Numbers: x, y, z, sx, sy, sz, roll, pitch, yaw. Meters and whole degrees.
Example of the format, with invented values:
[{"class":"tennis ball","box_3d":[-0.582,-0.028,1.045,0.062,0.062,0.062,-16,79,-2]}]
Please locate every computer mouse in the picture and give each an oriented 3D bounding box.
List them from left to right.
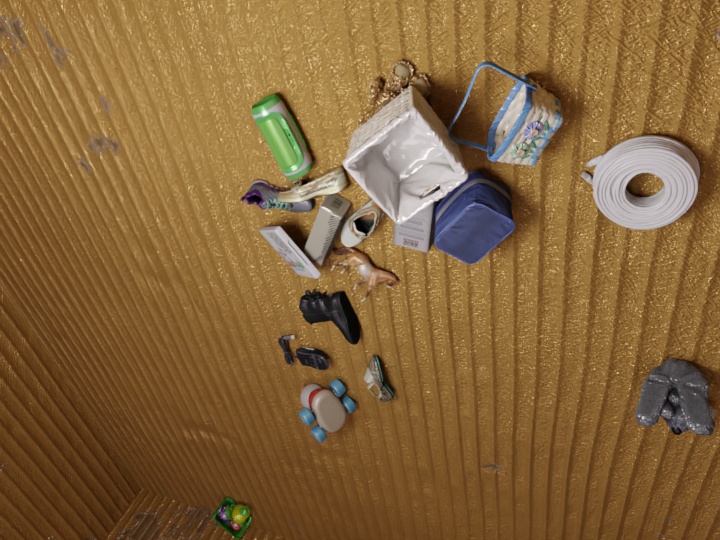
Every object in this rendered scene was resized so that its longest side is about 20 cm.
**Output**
[{"class":"computer mouse","box_3d":[-0.196,0.277,1.994,0.198,0.046,0.142,1,123,34]}]

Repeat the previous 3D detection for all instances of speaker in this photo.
[{"class":"speaker","box_3d":[-0.196,-0.335,1.437,0.087,0.089,0.201,-8,123,32]}]

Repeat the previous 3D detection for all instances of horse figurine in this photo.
[{"class":"horse figurine","box_3d":[0.000,0.000,1.640,0.132,0.050,0.200,-38,98,31]}]

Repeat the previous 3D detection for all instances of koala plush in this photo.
[{"class":"koala plush","box_3d":[0.819,0.345,1.458,0.176,0.186,0.200,0,149,39]}]

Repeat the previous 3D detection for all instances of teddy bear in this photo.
[{"class":"teddy bear","box_3d":[0.075,-0.374,1.287,0.143,0.067,0.202,18,128,-1]}]

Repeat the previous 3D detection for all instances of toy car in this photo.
[{"class":"toy car","box_3d":[-0.154,0.488,2.094,0.199,0.184,0.178,19,144,54]}]

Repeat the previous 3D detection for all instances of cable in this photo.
[{"class":"cable","box_3d":[0.584,-0.179,1.171,0.200,0.069,0.200,43,134,-11]}]

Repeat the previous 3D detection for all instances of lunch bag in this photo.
[{"class":"lunch bag","box_3d":[0.262,-0.124,1.347,0.135,0.133,0.200,26,136,-18]}]

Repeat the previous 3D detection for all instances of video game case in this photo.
[{"class":"video game case","box_3d":[-0.208,-0.054,1.656,0.182,0.024,0.200,50,165,-18]}]

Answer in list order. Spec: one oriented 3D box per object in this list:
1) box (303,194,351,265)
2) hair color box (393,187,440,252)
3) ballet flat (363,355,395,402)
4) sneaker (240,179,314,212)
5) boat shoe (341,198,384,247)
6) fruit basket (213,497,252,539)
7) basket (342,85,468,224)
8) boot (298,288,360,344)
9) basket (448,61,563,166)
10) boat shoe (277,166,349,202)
[{"class":"box","box_3d":[-0.096,-0.113,1.577,0.068,0.083,0.201,28,136,2]},{"class":"hair color box","box_3d":[0.141,-0.150,1.435,0.098,0.061,0.202,15,132,16]},{"class":"ballet flat","box_3d":[0.054,0.375,1.916,0.075,0.068,0.202,-25,122,-1]},{"class":"sneaker","box_3d":[-0.230,-0.186,1.579,0.197,0.088,0.075,16,133,16]},{"class":"boat shoe","box_3d":[-0.001,-0.122,1.528,0.074,0.069,0.200,36,135,-5]},{"class":"fruit basket","box_3d":[-0.683,1.344,3.098,0.214,0.156,0.217,29,150,18]},{"class":"basket","box_3d":[0.099,-0.249,1.230,0.197,0.162,0.200,-33,117,26]},{"class":"boot","box_3d":[-0.101,0.150,1.810,0.161,0.073,0.200,-7,116,29]},{"class":"basket","box_3d":[0.297,-0.314,1.156,0.198,0.140,0.177,20,136,-3]},{"class":"boat shoe","box_3d":[-0.130,-0.225,1.502,0.197,0.073,0.063,-11,110,12]}]
